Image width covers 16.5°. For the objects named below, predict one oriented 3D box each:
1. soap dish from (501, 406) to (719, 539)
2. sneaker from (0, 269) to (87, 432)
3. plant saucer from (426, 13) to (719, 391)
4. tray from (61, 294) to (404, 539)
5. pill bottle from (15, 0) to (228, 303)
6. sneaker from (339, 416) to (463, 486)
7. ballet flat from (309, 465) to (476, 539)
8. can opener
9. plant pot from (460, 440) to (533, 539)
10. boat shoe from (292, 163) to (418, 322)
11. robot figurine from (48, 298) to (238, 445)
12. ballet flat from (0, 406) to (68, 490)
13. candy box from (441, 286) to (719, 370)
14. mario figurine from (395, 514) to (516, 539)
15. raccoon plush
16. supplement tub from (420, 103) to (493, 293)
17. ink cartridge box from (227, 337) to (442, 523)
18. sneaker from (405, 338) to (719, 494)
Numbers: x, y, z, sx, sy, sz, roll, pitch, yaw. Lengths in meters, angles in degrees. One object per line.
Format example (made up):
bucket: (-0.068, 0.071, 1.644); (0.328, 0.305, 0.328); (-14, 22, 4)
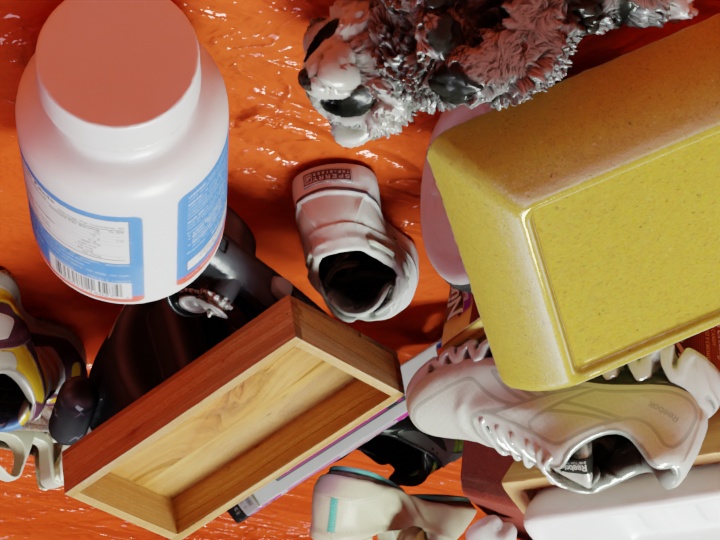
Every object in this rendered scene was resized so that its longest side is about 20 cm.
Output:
soap dish: (0.206, 0.138, 1.505); (0.199, 0.081, 0.157); (-10, 143, 25)
sneaker: (-0.234, 0.073, 1.655); (0.075, 0.090, 0.200); (-11, 157, 13)
plant saucer: (0.154, -0.024, 1.336); (0.199, 0.049, 0.200); (-23, 133, -2)
tray: (-0.080, 0.093, 1.529); (0.200, 0.037, 0.099); (-35, 136, 28)
pill bottle: (-0.124, -0.068, 1.315); (0.112, 0.113, 0.200); (-3, 157, -6)
sneaker: (0.050, 0.124, 1.859); (0.199, 0.083, 0.071); (8, 154, -31)
ballet flat: (0.023, 0.185, 1.801); (0.069, 0.070, 0.200); (-17, 160, 27)
can opener: (-0.049, 0.027, 1.529); (0.063, 0.079, 0.200); (-6, 140, 47)
plant pot: (0.174, 0.108, 1.726); (0.176, 0.201, 0.200); (-2, 160, 20)
boat shoe: (0.000, 0.000, 1.568); (0.072, 0.066, 0.200); (-7, 157, 3)
robot figurine: (-0.114, 0.076, 1.644); (0.150, 0.125, 0.200); (26, 152, -6)
ballet flat: (-0.241, 0.123, 1.807); (0.199, 0.068, 0.068); (14, 151, -39)
candy box: (0.153, 0.027, 1.534); (0.199, 0.117, 0.056); (25, 144, -22)
mario figurine: (0.125, 0.222, 1.738); (0.199, 0.106, 0.123); (14, -172, 20)
raccoon plush: (0.064, -0.110, 1.297); (0.199, 0.097, 0.134); (5, 163, -26)
supplement tub: (0.145, -0.038, 1.437); (0.199, 0.123, 0.122); (6, 155, -27)
ink cartridge box: (-0.005, 0.105, 1.725); (0.200, 0.037, 0.095); (-34, 176, -16)
sneaker: (0.110, 0.087, 1.450); (0.199, 0.081, 0.075); (-3, 147, 32)
